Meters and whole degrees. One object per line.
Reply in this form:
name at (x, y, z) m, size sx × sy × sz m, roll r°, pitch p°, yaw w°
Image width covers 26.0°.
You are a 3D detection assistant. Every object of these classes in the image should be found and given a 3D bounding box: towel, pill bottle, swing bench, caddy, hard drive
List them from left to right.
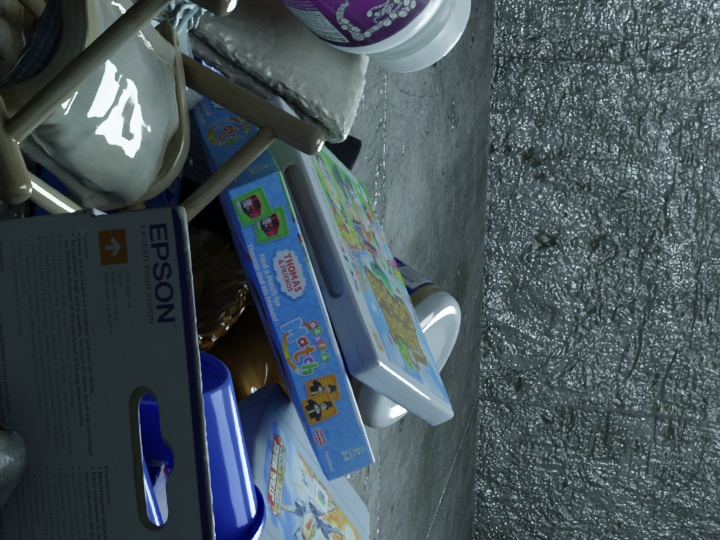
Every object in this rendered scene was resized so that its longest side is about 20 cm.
swing bench at (-0.140, -0.119, 0.750) m, size 0.130 × 0.200 × 0.199 m, roll -41°, pitch 162°, yaw 0°
caddy at (-0.140, 0.105, 0.764) m, size 0.141 × 0.198 × 0.106 m, roll -28°, pitch 118°, yaw -45°
towel at (-0.075, -0.180, 1.035) m, size 0.034 × 0.199 × 0.134 m, roll -35°, pitch -151°, yaw 45°
hard drive at (-0.080, -0.075, 1.140) m, size 0.200 × 0.134 × 0.043 m, roll -59°, pitch 171°, yaw -65°
pill bottle at (-0.032, 0.019, 1.180) m, size 0.116 × 0.199 × 0.116 m, roll -44°, pitch 156°, yaw -26°
pill bottle at (-0.008, -0.205, 0.968) m, size 0.200 × 0.111 × 0.114 m, roll 35°, pitch 58°, yaw -54°

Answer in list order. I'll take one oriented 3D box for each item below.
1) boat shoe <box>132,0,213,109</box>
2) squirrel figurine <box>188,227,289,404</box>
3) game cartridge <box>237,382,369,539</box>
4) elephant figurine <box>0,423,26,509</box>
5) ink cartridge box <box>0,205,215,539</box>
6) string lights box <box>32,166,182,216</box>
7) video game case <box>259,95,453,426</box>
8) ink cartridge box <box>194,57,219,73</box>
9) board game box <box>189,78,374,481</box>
boat shoe at (-0.122, -0.190, 0.908) m, size 0.074 × 0.064 × 0.205 m, roll 2°, pitch 75°, yaw -83°
squirrel figurine at (-0.121, 0.075, 1.062) m, size 0.186 × 0.140 × 0.203 m, roll -19°, pitch 100°, yaw -66°
game cartridge at (-0.041, 0.159, 0.937) m, size 0.134 × 0.041 × 0.201 m, roll 60°, pitch 14°, yaw -25°
elephant figurine at (-0.226, 0.092, 0.554) m, size 0.141 × 0.156 × 0.200 m, roll -44°, pitch 167°, yaw 19°
ink cartridge box at (-0.140, 0.079, 0.648) m, size 0.041 × 0.198 × 0.202 m, roll -6°, pitch 92°, yaw -66°
string lights box at (-0.157, -0.004, 0.947) m, size 0.103 × 0.058 × 0.203 m, roll 50°, pitch 46°, yaw -73°
video game case at (0.000, 0.000, 1.008) m, size 0.200 × 0.022 × 0.184 m, roll 42°, pitch 26°, yaw -69°
ink cartridge box at (-0.110, -0.226, 1.126) m, size 0.095 × 0.044 × 0.201 m, roll 79°, pitch 19°, yaw -48°
board game box at (-0.050, 0.003, 0.937) m, size 0.152 × 0.036 × 0.202 m, roll -120°, pitch -168°, yaw -60°
